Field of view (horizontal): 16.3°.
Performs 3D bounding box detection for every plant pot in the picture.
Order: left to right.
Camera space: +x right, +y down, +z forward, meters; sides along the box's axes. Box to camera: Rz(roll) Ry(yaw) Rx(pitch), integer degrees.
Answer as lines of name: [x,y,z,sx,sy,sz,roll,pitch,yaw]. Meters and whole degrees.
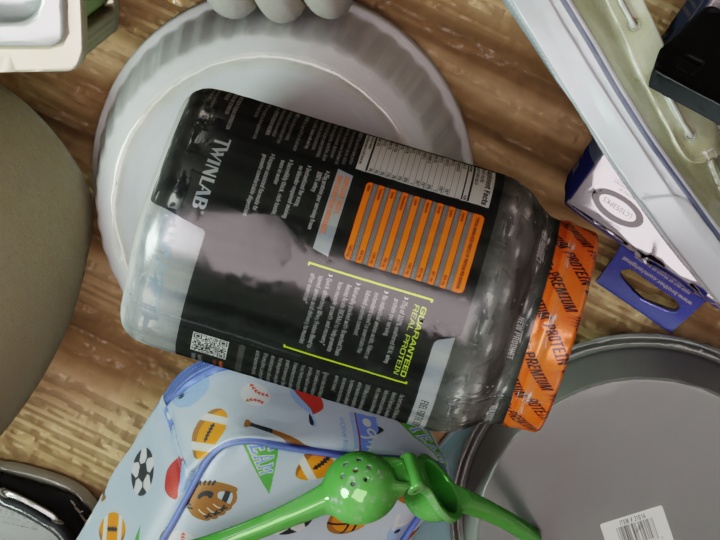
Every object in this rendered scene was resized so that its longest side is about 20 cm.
plant pot: [-0.213,-0.020,1.258,0.134,0.200,0.200,-43,98,-23]

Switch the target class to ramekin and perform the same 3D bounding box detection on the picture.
ramekin: [-0.043,-0.040,1.271,0.202,0.094,0.203,1,103,5]

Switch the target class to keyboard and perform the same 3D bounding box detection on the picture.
keyboard: [0.215,-0.045,1.129,0.200,0.104,0.040,30,132,20]

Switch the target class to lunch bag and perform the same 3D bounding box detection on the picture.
lunch bag: [-0.052,0.133,1.280,0.160,0.076,0.200,8,131,-32]

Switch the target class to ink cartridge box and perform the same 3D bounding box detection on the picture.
ink cartridge box: [0.193,-0.058,1.257,0.136,0.076,0.200,34,102,-3]

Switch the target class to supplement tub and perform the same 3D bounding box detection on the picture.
supplement tub: [0.000,0.000,1.158,0.200,0.123,0.123,17,104,0]

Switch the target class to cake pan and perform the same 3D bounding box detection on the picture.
cake pan: [0.145,0.133,1.300,0.200,0.037,0.201,1,103,5]

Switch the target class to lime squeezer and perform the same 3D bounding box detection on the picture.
lime squeezer: [0.016,0.118,1.212,0.200,0.038,0.071,0,124,-29]

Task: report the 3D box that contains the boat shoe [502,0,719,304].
boat shoe: [0.140,-0.073,1.186,0.062,0.072,0.200,-34,97,6]

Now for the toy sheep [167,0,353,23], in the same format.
toy sheep: [-0.025,-0.184,1.214,0.200,0.138,0.138,-22,101,9]

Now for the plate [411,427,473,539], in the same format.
plate: [0.121,0.154,1.339,0.200,0.026,0.201,1,103,3]

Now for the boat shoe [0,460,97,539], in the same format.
boat shoe: [-0.240,0.130,1.343,0.200,0.060,0.074,14,105,1]

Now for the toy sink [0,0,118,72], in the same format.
toy sink: [-0.180,-0.164,1.199,0.112,0.200,0.131,0,102,5]
